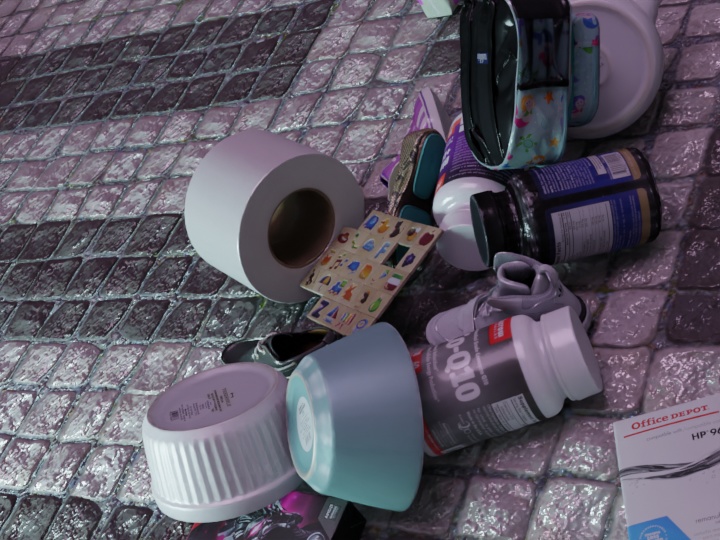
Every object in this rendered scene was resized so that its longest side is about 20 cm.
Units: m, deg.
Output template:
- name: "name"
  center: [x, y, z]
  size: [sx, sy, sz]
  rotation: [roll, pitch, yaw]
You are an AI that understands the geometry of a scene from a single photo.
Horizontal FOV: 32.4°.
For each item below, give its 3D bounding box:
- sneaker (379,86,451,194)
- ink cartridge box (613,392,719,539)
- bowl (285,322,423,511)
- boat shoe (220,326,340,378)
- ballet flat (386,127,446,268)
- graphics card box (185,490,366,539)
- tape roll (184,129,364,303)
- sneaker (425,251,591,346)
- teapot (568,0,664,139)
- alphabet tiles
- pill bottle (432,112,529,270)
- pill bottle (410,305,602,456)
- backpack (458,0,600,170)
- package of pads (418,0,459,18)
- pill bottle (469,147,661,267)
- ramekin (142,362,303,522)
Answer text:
- name: "sneaker"
  center: [0.072, -0.170, 1.707]
  size: [0.114, 0.073, 0.201]
  rotation: [-24, 40, 18]
- name: "ink cartridge box"
  center: [0.306, 0.192, 1.165]
  size: [0.115, 0.068, 0.201]
  rotation: [-19, 41, 19]
- name: "bowl"
  center: [-0.015, 0.159, 1.309]
  size: [0.104, 0.202, 0.201]
  rotation: [-4, 34, -19]
- name: "boat shoe"
  center: [-0.100, 0.100, 1.558]
  size: [0.199, 0.068, 0.072]
  rotation: [-2, 50, 36]
- name: "ballet flat"
  center: [0.060, -0.087, 1.608]
  size: [0.075, 0.068, 0.201]
  rotation: [0, 74, 50]
- name: "graphics card box"
  center: [-0.103, 0.304, 1.362]
  size: [0.199, 0.051, 0.126]
  rotation: [2, 51, 36]
- name: "tape roll"
  center: [-0.113, -0.073, 1.636]
  size: [0.203, 0.203, 0.139]
  rotation: [-47, 40, -15]
- name: "sneaker"
  center: [0.150, 0.038, 1.396]
  size: [0.199, 0.115, 0.075]
  rotation: [-8, 50, 29]
- name: "teapot"
  center: [0.291, -0.264, 1.583]
  size: [0.199, 0.199, 0.146]
  rotation: [1, 16, 13]
- name: "alphabet tiles"
  center: [0.000, 0.000, 1.531]
  size: [0.167, 0.008, 0.200]
  rotation: [-53, 29, -10]
- name: "pill bottle"
  center: [0.150, -0.101, 1.543]
  size: [0.111, 0.112, 0.201]
  rotation: [-11, 44, 27]
- name: "pill bottle"
  center: [0.147, 0.115, 1.322]
  size: [0.199, 0.114, 0.114]
  rotation: [-22, 40, 16]
- name: "backpack"
  center: [0.190, -0.218, 1.443]
  size: [0.150, 0.201, 0.177]
  rotation: [1, 9, -16]
- name: "package of pads"
  center: [0.113, -0.521, 1.931]
  size: [0.068, 0.200, 0.155]
  rotation: [3, 51, 44]
- name: "pill bottle"
  center: [0.230, -0.066, 1.408]
  size: [0.199, 0.112, 0.112]
  rotation: [-12, 40, -2]
- name: "ramekin"
  center: [-0.154, 0.188, 1.417]
  size: [0.199, 0.106, 0.200]
  rotation: [-13, 21, 5]
